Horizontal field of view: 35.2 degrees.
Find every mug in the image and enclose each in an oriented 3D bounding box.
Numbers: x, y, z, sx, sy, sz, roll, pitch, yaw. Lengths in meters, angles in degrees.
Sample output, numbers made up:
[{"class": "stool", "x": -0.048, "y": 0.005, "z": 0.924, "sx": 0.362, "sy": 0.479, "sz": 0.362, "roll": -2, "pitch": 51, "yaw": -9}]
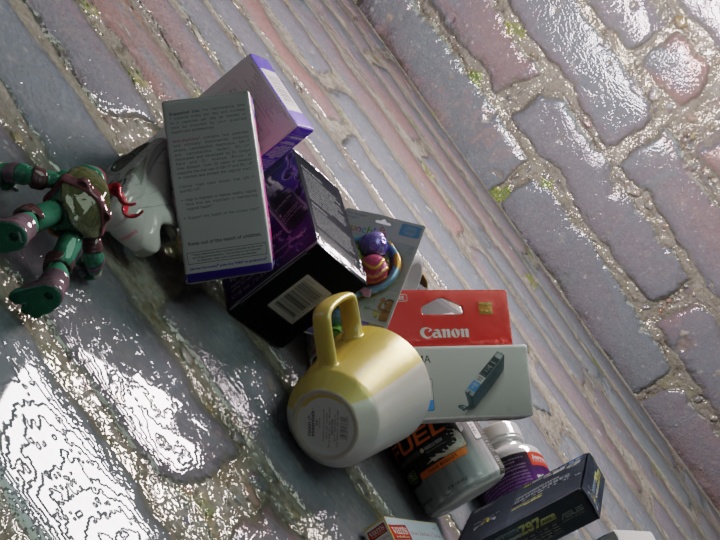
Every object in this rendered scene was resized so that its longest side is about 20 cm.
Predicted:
[{"class": "mug", "x": -0.023, "y": 0.142, "z": 1.326, "sx": 0.187, "sy": 0.149, "sz": 0.153, "roll": 51, "pitch": 25, "yaw": 5}]

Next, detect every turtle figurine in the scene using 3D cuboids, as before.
[{"class": "turtle figurine", "x": -0.283, "y": -0.051, "z": 1.060, "sx": 0.150, "sy": 0.100, "sz": 0.200, "roll": 48, "pitch": 23, "yaw": -19}]

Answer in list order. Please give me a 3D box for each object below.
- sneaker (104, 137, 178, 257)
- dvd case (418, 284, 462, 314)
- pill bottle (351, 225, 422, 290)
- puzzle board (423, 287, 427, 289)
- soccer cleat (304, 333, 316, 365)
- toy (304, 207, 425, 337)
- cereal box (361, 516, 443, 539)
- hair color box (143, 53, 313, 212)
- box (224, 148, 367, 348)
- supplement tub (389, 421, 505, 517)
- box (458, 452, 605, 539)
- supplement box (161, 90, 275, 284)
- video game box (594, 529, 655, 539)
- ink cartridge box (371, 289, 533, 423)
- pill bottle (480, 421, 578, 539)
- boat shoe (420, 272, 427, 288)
[{"class": "sneaker", "x": -0.242, "y": -0.076, "z": 1.275, "sx": 0.100, "sy": 0.077, "sz": 0.201, "roll": 55, "pitch": 23, "yaw": -23}, {"class": "dvd case", "x": 0.044, "y": 0.063, "z": 1.600, "sx": 0.199, "sy": 0.025, "sz": 0.150, "roll": -10, "pitch": 35, "yaw": -41}, {"class": "pill bottle", "x": -0.021, "y": -0.014, "z": 1.563, "sx": 0.199, "sy": 0.110, "sz": 0.109, "roll": 26, "pitch": 8, "yaw": 20}, {"class": "puzzle board", "x": 0.117, "y": 0.145, "z": 1.723, "sx": 0.017, "sy": 0.151, "sz": 0.201, "roll": -21, "pitch": 70, "yaw": -29}, {"class": "soccer cleat", "x": -0.044, "y": 0.087, "z": 1.485, "sx": 0.085, "sy": 0.069, "sz": 0.200, "roll": -15, "pitch": 59, "yaw": -42}, {"class": "toy", "x": 0.000, "y": 0.000, "z": 1.459, "sx": 0.047, "sy": 0.114, "sz": 0.201, "roll": 80, "pitch": 28, "yaw": -59}, {"class": "cereal box", "x": 0.086, "y": 0.383, "z": 1.304, "sx": 0.144, "sy": 0.039, "sz": 0.201, "roll": 28, "pitch": 31, "yaw": -57}, {"class": "hair color box", "x": -0.168, "y": -0.156, "z": 1.382, "sx": 0.110, "sy": 0.199, "sz": 0.065, "roll": 56, "pitch": 15, "yaw": 9}, {"class": "box", "x": -0.093, "y": -0.031, "z": 1.439, "sx": 0.104, "sy": 0.148, "sz": 0.201, "roll": 39, "pitch": 21, "yaw": -38}, {"class": "supplement tub", "x": 0.094, "y": 0.215, "z": 1.512, "sx": 0.201, "sy": 0.122, "sz": 0.122, "roll": 59, "pitch": 17, "yaw": 17}, {"class": "box", "x": 0.228, "y": 0.328, "z": 1.519, "sx": 0.051, "sy": 0.199, "sz": 0.158, "roll": 58, "pitch": 17, "yaw": 0}, {"class": "supplement box", "x": -0.159, "y": -0.094, "z": 1.286, "sx": 0.101, "sy": 0.102, "sz": 0.202, "roll": -120, "pitch": -159, "yaw": -85}, {"class": "video game box", "x": 0.320, "y": 0.428, "z": 1.607, "sx": 0.200, "sy": 0.182, "sz": 0.047, "roll": 23, "pitch": 34, "yaw": -59}, {"class": "ink cartridge box", "x": 0.117, "y": 0.106, "z": 1.461, "sx": 0.045, "sy": 0.198, "sz": 0.178, "roll": 138, "pitch": -51, "yaw": -68}, {"class": "pill bottle", "x": 0.235, "y": 0.329, "z": 1.688, "sx": 0.111, "sy": 0.111, "sz": 0.201, "roll": 35, "pitch": 25, "yaw": -48}, {"class": "boat shoe", "x": 0.018, "y": -0.017, "z": 1.762, "sx": 0.199, "sy": 0.074, "sz": 0.063, "roll": 32, "pitch": 10, "yaw": 4}]
